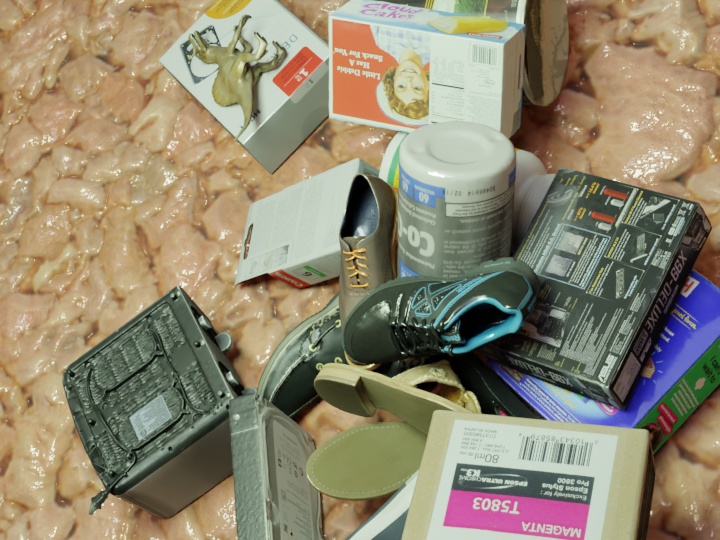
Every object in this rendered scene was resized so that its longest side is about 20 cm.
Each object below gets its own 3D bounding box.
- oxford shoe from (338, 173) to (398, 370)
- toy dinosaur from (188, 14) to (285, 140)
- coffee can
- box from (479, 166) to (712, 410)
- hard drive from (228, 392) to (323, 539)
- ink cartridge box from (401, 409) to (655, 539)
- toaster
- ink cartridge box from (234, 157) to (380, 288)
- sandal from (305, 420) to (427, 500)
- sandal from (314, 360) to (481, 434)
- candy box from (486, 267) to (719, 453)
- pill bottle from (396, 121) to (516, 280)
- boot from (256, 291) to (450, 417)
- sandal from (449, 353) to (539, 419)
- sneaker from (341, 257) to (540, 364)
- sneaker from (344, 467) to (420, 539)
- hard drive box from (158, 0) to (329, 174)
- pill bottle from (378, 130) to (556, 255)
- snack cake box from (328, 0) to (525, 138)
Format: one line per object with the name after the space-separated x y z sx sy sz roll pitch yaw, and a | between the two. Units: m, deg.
0.000 0.000 1.469 0.071 0.073 0.202 -7 70 25 | oxford shoe
-0.134 -0.226 1.678 0.101 0.058 0.201 -47 45 17 | toy dinosaur
0.112 -0.254 1.596 0.198 0.146 0.148 3 66 27 | coffee can
0.217 0.012 1.375 0.157 0.050 0.201 18 73 37 | box
-0.079 0.238 1.443 0.037 0.140 0.202 -16 58 18 | hard drive
0.144 0.214 1.248 0.198 0.075 0.166 3 52 19 | ink cartridge box
-0.215 0.150 1.567 0.199 0.119 0.182 -36 54 5 | toaster
-0.057 -0.043 1.618 0.199 0.050 0.110 -18 55 47 | ink cartridge box
0.047 0.186 1.458 0.210 0.070 0.078 -23 63 -13 | sandal
0.059 0.112 1.402 0.210 0.078 0.070 14 55 29 | sandal
0.251 0.077 1.401 0.200 0.077 0.169 -47 53 0 | candy box
0.091 -0.032 1.415 0.112 0.202 0.114 0 33 0 | pill bottle
-0.002 0.103 1.505 0.204 0.074 0.154 -45 46 -5 | boot
0.144 0.161 1.395 0.045 0.075 0.200 -30 62 -30 | sandal
0.068 0.045 1.348 0.198 0.074 0.082 -20 21 20 | sneaker
0.061 0.286 1.387 0.146 0.077 0.202 49 121 10 | sneaker
-0.123 -0.239 1.748 0.156 0.077 0.200 -46 55 -1 | hard drive box
0.126 -0.080 1.521 0.199 0.113 0.114 21 75 32 | pill bottle
0.067 -0.206 1.512 0.198 0.116 0.067 13 32 22 | snack cake box
